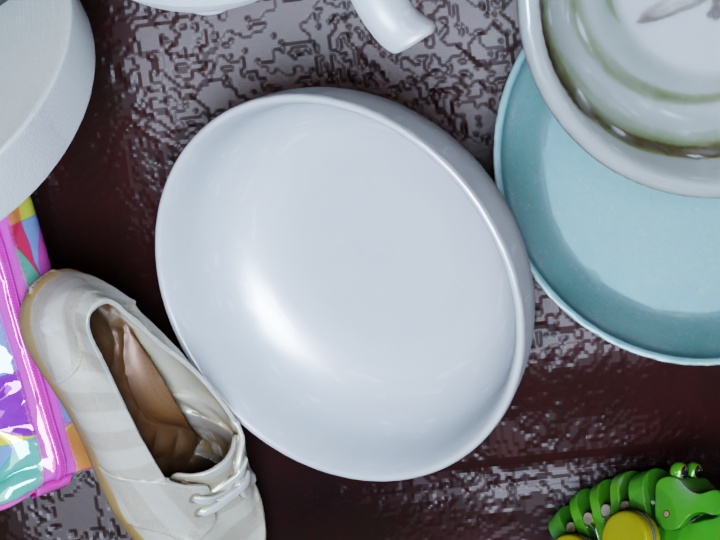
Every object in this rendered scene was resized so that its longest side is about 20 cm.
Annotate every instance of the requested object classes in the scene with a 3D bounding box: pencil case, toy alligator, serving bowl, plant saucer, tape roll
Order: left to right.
[{"bbox_3d":[-0.224,-0.088,0.896,0.201,0.204,0.037,-13,144,6],"label":"tape roll"},{"bbox_3d":[-0.189,0.019,0.955,0.088,0.088,0.202,-12,103,6],"label":"pencil case"},{"bbox_3d":[0.000,0.000,0.933,0.199,0.066,0.202,13,119,24],"label":"serving bowl"},{"bbox_3d":[0.152,0.120,0.948,0.200,0.059,0.055,-31,64,41],"label":"toy alligator"},{"bbox_3d":[0.163,-0.054,0.928,0.198,0.036,0.202,0,86,1],"label":"plant saucer"},{"bbox_3d":[0.166,-0.135,0.872,0.198,0.050,0.202,-2,111,-6],"label":"plant saucer"}]

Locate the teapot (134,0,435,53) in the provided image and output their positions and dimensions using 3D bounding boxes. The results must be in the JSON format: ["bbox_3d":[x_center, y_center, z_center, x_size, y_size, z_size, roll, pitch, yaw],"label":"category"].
[{"bbox_3d":[-0.079,-0.186,0.865,0.196,0.201,0.147,-7,129,-7],"label":"teapot"}]

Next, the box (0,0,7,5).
[{"bbox_3d":[-0.239,-0.180,0.816,0.124,0.200,0.149,-37,125,-12],"label":"box"}]

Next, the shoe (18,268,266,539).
[{"bbox_3d":[-0.099,0.085,0.948,0.053,0.070,0.201,1,131,46],"label":"shoe"}]
